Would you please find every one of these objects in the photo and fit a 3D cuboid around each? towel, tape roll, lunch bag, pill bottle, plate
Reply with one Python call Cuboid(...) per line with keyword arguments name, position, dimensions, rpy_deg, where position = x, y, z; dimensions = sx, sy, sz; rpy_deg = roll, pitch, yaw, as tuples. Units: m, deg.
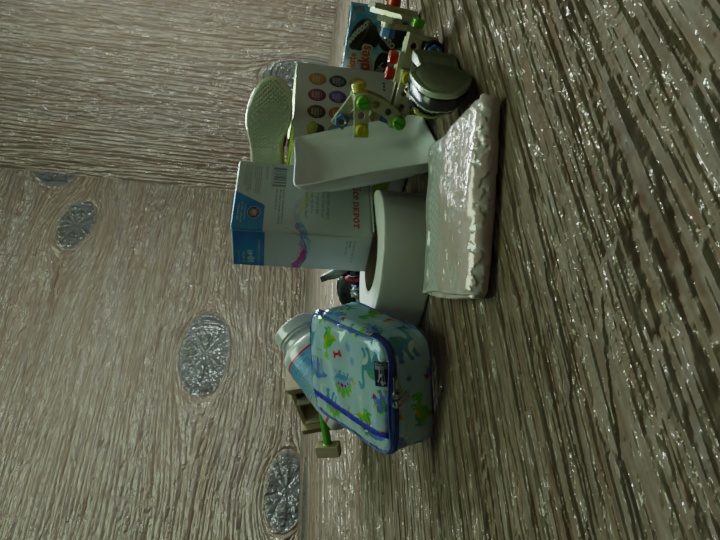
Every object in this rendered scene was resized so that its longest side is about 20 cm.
Cuboid(name="towel", position=(0.106, -0.068, 0.717), dimensions=(0.191, 0.032, 0.200), rpy_deg=(160, 113, -81))
Cuboid(name="tape roll", position=(0.048, -0.014, 0.950), dimensions=(0.202, 0.071, 0.203), rpy_deg=(-175, 90, -81))
Cuboid(name="lunch bag", position=(0.009, 0.136, 0.843), dimensions=(0.200, 0.082, 0.161), rpy_deg=(20, 116, 55))
Cuboid(name="pill bottle", position=(-0.065, 0.176, 1.167), dimensions=(0.200, 0.109, 0.109), rpy_deg=(49, 150, 22))
Cuboid(name="plate", position=(0.006, -0.162, 0.921), dimensions=(0.200, 0.199, 0.032), rpy_deg=(-100, 0, -60))

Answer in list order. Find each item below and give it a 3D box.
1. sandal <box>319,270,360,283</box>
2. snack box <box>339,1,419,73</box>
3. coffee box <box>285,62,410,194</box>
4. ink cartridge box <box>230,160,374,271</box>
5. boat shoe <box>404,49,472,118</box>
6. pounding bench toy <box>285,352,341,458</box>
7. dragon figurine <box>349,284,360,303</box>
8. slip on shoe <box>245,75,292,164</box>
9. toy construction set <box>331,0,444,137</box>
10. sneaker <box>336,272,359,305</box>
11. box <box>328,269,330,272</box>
Cuboid(name="sandal", position=(0.000, 0.000, 1.159), dimensions=(0.200, 0.075, 0.045), rpy_deg=(-25, 84, 53))
Cuboid(name="snack box", position=(0.024, -0.363, 1.146), dimensions=(0.200, 0.116, 0.037), rpy_deg=(104, 167, -50))
Cuboid(name="coffee box", position=(-0.030, -0.211, 1.144), dimensions=(0.200, 0.197, 0.200), rpy_deg=(107, 165, -55))
Cuboid(name="ink cartridge box", position=(-0.084, -0.080, 0.971), dimensions=(0.085, 0.200, 0.145), rpy_deg=(99, 172, -50))
Cuboid(name="boat shoe", position=(0.090, -0.216, 0.786), dimensions=(0.201, 0.072, 0.061), rpy_deg=(-84, 3, -60))
Cuboid(name="pounding bench toy", position=(-0.071, 0.244, 1.273), dimensions=(0.200, 0.124, 0.156), rpy_deg=(-95, -6, -50))
Cuboid(name="dragon figurine", position=(0.008, 0.091, 1.184), dimensions=(0.200, 0.059, 0.100), rpy_deg=(92, 180, -65))
Cuboid(name="slip on shoe", position=(-0.149, -0.236, 1.068), dimensions=(0.200, 0.074, 0.061), rpy_deg=(102, 172, -51))
Cuboid(name="toy construction set", position=(0.042, -0.277, 0.904), dimensions=(0.092, 0.131, 0.200), rpy_deg=(-94, 17, -51))
Cuboid(name="sneaker", position=(0.000, 0.022, 1.263), dimensions=(0.091, 0.076, 0.200), rpy_deg=(-109, 21, -50))
Cuboid(name="box", position=(-0.028, -0.079, 1.463), dimensions=(0.049, 0.082, 0.200), rpy_deg=(107, 166, -58))
